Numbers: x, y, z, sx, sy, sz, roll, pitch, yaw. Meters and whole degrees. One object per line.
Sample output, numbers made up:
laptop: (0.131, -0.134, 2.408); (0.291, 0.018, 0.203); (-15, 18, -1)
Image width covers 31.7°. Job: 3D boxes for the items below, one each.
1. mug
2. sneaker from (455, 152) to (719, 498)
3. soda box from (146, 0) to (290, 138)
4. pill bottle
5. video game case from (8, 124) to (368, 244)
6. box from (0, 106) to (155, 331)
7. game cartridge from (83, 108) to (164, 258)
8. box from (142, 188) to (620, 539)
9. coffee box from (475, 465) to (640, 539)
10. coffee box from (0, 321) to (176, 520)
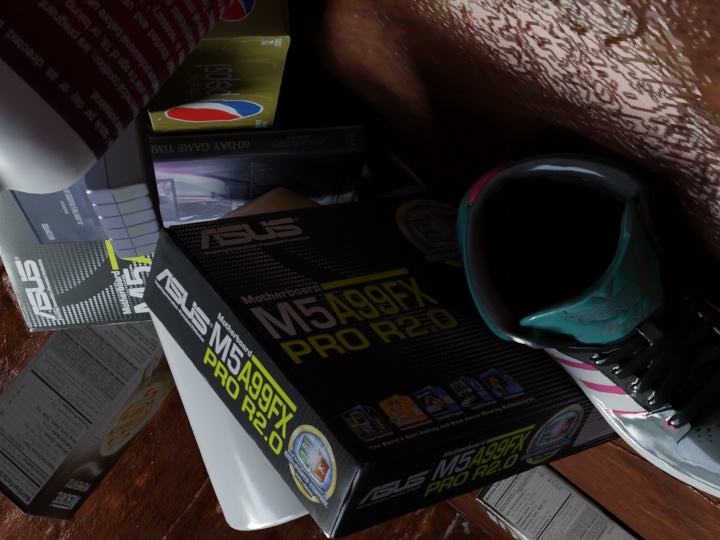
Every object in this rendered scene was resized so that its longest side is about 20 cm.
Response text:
mug: (-0.035, 0.033, 0.730); (0.148, 0.186, 0.155); (-23, 99, 40)
sneaker: (0.114, 0.021, 0.515); (0.199, 0.084, 0.121); (39, -179, 17)
soda box: (-0.072, -0.113, 0.600); (0.067, 0.065, 0.200); (-4, 175, -6)
pill bottle: (-0.103, -0.101, 0.410); (0.113, 0.201, 0.113); (38, 172, 7)
video game case: (-0.100, -0.048, 0.743); (0.197, 0.019, 0.143); (-3, 166, -6)
box: (-0.147, -0.044, 0.837); (0.202, 0.190, 0.048); (88, 176, -49)
game cartridge: (-0.121, -0.117, 0.570); (0.130, 0.038, 0.203); (94, 165, -79)
box: (0.021, 0.031, 0.603); (0.198, 0.045, 0.160); (-9, -136, -41)
coffee box: (0.231, 0.293, 1.407); (0.199, 0.080, 0.113); (37, 172, 21)
coffee box: (-0.206, 0.090, 0.992); (0.079, 0.201, 0.114); (37, 172, 11)
